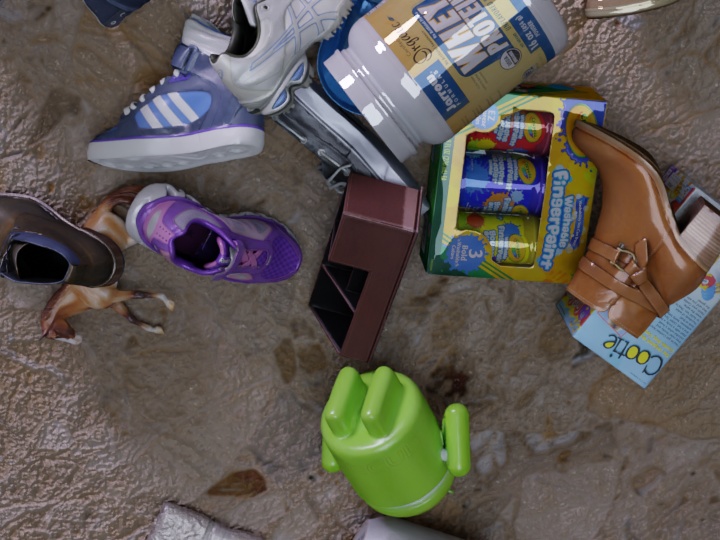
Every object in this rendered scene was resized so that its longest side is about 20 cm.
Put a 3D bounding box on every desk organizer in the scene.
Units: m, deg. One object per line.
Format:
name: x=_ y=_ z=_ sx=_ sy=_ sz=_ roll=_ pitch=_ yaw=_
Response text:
desk organizer: x=0.000 y=0.000 z=1.513 sx=0.077 sy=0.072 sz=0.200 roll=14 pitch=132 yaw=-5

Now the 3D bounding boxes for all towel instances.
towel: x=-0.206 y=0.369 z=1.680 sx=0.133 sy=0.034 sz=0.200 roll=24 pitch=105 yaw=-12

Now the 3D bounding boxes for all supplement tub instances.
supplement tub: x=0.080 y=-0.211 z=1.395 sx=0.200 sy=0.145 sz=0.145 roll=-38 pitch=107 yaw=4

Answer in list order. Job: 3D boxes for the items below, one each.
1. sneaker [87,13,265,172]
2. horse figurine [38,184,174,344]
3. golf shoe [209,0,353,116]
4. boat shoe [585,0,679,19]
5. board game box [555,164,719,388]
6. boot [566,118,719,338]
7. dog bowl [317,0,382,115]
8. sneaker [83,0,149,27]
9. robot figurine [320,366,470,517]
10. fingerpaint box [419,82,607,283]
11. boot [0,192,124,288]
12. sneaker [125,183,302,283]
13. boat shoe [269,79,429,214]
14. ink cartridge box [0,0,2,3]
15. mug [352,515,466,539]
sneaker: x=-0.184 y=-0.182 z=1.487 sx=0.200 sy=0.081 sz=0.147 roll=-5 pitch=80 yaw=22
horse figurine: x=-0.253 y=-0.010 z=1.542 sx=0.133 sy=0.050 sz=0.200 roll=12 pitch=108 yaw=-14
golf shoe: x=-0.072 y=-0.248 z=1.405 sx=0.097 sy=0.078 sz=0.200 roll=38 pitch=68 yaw=-34
boat shoe: x=0.314 y=-0.306 z=1.479 sx=0.200 sy=0.071 sz=0.065 roll=-21 pitch=103 yaw=-5
board game box: x=0.316 y=0.005 z=1.561 sx=0.105 sy=0.103 sz=0.200 roll=36 pitch=102 yaw=-13
boot: x=0.255 y=-0.042 z=1.472 sx=0.200 sy=0.077 sz=0.155 roll=38 pitch=106 yaw=-3
dog bowl: x=0.029 y=-0.255 z=1.481 sx=0.111 sy=0.050 sz=0.200 roll=22 pitch=106 yaw=-11
sneaker: x=-0.181 y=-0.289 z=1.444 sx=0.202 sy=0.077 sz=0.146 roll=17 pitch=141 yaw=-39
robot figurine: x=0.031 y=0.187 z=1.577 sx=0.175 sy=0.116 sz=0.200 roll=-4 pitch=138 yaw=26
fingerpaint box: x=0.156 y=-0.093 z=1.531 sx=0.167 sy=0.073 sz=0.200 roll=4 pitch=108 yaw=-6
boot: x=-0.344 y=-0.033 z=1.477 sx=0.200 sy=0.097 sz=0.075 roll=18 pitch=98 yaw=13
sneaker: x=-0.139 y=-0.022 z=1.502 sx=0.200 sy=0.088 sz=0.081 roll=17 pitch=103 yaw=-36
boat shoe: x=-0.017 y=-0.116 z=1.511 sx=0.199 sy=0.074 sz=0.068 roll=42 pitch=104 yaw=-13
ink cartridge box: x=-0.376 y=-0.313 z=1.353 sx=0.145 sy=0.200 sz=0.083 roll=27 pitch=108 yaw=-12
mug: x=0.049 y=0.366 z=1.645 sx=0.153 sy=0.149 sz=0.187 roll=27 pitch=98 yaw=-4
